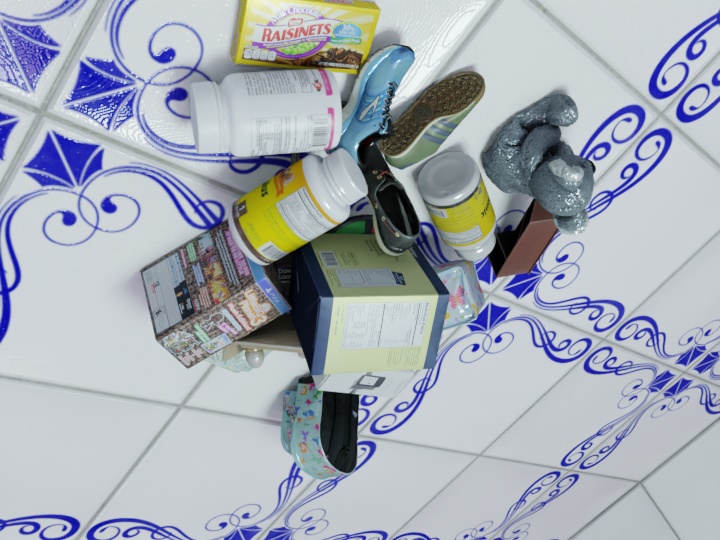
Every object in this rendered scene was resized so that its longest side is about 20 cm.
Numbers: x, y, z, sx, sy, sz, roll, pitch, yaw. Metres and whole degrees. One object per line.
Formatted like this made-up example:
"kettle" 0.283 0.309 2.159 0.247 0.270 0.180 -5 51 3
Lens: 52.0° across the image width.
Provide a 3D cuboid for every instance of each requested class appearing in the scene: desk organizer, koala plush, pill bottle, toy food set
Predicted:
"desk organizer" 0.316 -0.068 1.429 0.076 0.072 0.201 -9 151 -16
"koala plush" 0.329 -0.165 1.277 0.182 0.201 0.178 -24 139 -4
"pill bottle" 0.181 -0.107 1.324 0.111 0.112 0.200 -30 139 2
"pill bottle" -0.091 -0.098 1.097 0.199 0.110 0.109 -29 140 18
"toy food set" -0.111 0.126 1.228 0.143 0.198 0.061 -32 120 -60
"pill bottle" -0.134 -0.220 1.035 0.198 0.114 0.114 -7 135 -16

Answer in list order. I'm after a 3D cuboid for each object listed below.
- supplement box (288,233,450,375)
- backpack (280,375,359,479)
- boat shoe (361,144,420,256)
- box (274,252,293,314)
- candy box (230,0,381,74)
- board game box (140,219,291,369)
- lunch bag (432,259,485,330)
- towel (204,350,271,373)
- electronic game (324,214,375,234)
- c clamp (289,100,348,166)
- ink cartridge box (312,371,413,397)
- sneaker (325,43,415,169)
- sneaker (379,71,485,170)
"supplement box" 0.005 0.046 1.145 0.197 0.200 0.136 0 120 -17
"backpack" -0.080 0.336 1.562 0.149 0.202 0.177 -20 144 22
"boat shoe" 0.038 -0.126 1.145 0.073 0.203 0.063 -9 160 -32
"box" -0.077 0.039 1.315 0.141 0.036 0.202 -6 116 -2
"candy box" -0.075 -0.330 1.026 0.198 0.027 0.103 -3 131 -26
"board game box" -0.237 0.031 1.199 0.199 0.160 0.097 -29 140 2
"lunch bag" 0.121 0.053 1.390 0.198 0.129 0.169 -19 -179 18
"towel" -0.216 0.104 1.369 0.200 0.048 0.171 -43 137 16
"electronic game" 0.000 0.000 1.263 0.198 0.042 0.202 -9 118 -17
"c clamp" -0.082 -0.177 1.173 0.169 0.027 0.201 -6 133 -25
"ink cartridge box" -0.012 0.164 1.464 0.198 0.146 0.084 14 127 -37
"sneaker" 0.029 -0.239 1.104 0.078 0.090 0.201 -3 130 -58
"sneaker" 0.118 -0.238 1.203 0.200 0.067 0.090 -38 160 -3
